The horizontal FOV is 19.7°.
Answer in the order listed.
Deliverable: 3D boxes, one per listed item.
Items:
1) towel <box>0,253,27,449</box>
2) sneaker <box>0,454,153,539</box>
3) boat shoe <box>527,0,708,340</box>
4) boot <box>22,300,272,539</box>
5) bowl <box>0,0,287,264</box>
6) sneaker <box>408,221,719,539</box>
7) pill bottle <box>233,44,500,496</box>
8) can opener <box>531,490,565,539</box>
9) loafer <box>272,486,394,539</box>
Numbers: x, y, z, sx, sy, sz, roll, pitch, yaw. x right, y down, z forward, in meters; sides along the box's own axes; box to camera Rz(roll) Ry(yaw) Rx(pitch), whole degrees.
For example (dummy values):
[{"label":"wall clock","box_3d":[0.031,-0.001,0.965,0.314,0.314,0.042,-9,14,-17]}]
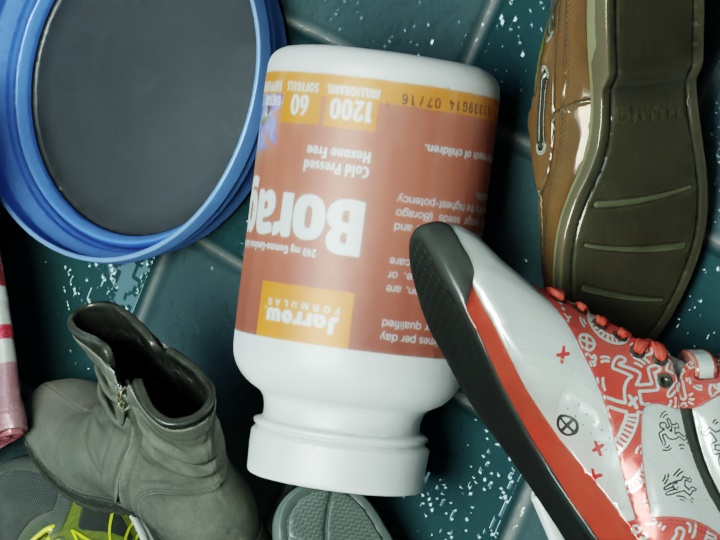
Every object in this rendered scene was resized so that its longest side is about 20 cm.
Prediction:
[{"label":"towel","box_3d":[-0.231,0.010,1.147,0.144,0.023,0.201,-32,65,54]},{"label":"sneaker","box_3d":[-0.140,0.166,1.075,0.200,0.085,0.075,43,109,28]},{"label":"boat shoe","box_3d":[0.113,-0.058,0.938,0.068,0.072,0.201,-151,66,-62]},{"label":"boot","box_3d":[-0.116,0.064,1.025,0.200,0.068,0.131,29,143,46]},{"label":"bowl","box_3d":[-0.123,-0.103,1.109,0.200,0.039,0.201,-2,86,33]},{"label":"sneaker","box_3d":[0.111,0.047,0.894,0.108,0.067,0.202,-31,83,-14]},{"label":"pill bottle","box_3d":[0.000,0.000,0.975,0.112,0.112,0.201,7,91,34]},{"label":"can opener","box_3d":[0.135,0.172,0.910,0.067,0.053,0.200,-33,71,27]},{"label":"loafer","box_3d":[0.013,0.197,0.993,0.063,0.072,0.200,117,132,-68]}]
